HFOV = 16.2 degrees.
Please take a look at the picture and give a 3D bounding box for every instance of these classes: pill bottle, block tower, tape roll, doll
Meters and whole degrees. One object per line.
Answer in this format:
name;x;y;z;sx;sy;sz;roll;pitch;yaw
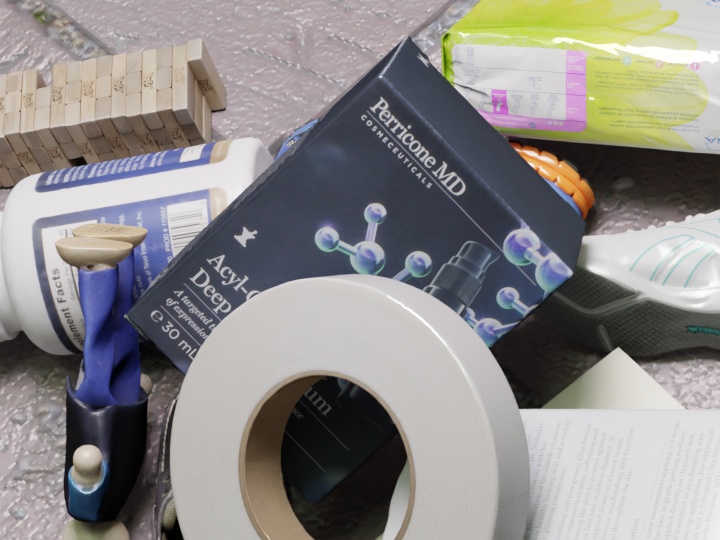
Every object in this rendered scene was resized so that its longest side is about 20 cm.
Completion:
pill bottle;-0.146;-0.010;1.505;0.200;0.111;0.111;-9;54;10
block tower;-0.189;-0.095;1.614;0.200;0.054;0.058;-10;55;10
tape roll;-0.009;0.103;1.285;0.203;0.037;0.203;2;94;32
doll;-0.143;0.077;1.418;0.048;0.200;0.136;4;12;7

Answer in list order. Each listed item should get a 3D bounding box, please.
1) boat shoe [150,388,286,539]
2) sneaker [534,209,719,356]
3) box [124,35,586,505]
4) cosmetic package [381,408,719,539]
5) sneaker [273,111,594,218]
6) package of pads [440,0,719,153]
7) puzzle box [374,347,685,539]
boat shoe;-0.083;0.139;1.409;0.072;0.065;0.200;-12;53;10
sneaker;0.184;0.004;1.431;0.200;0.070;0.080;8;52;13
box;0.000;0.000;1.372;0.148;0.107;0.200;45;107;-5
cosmetic package;0.117;0.130;1.295;0.200;0.071;0.101;-1;55;32
sneaker;0.035;-0.042;1.500;0.200;0.075;0.078;11;63;25
package of pads;0.160;-0.127;1.485;0.200;0.068;0.155;6;25;21
puzzle box;0.109;0.145;1.374;0.200;0.025;0.133;-37;54;-10
